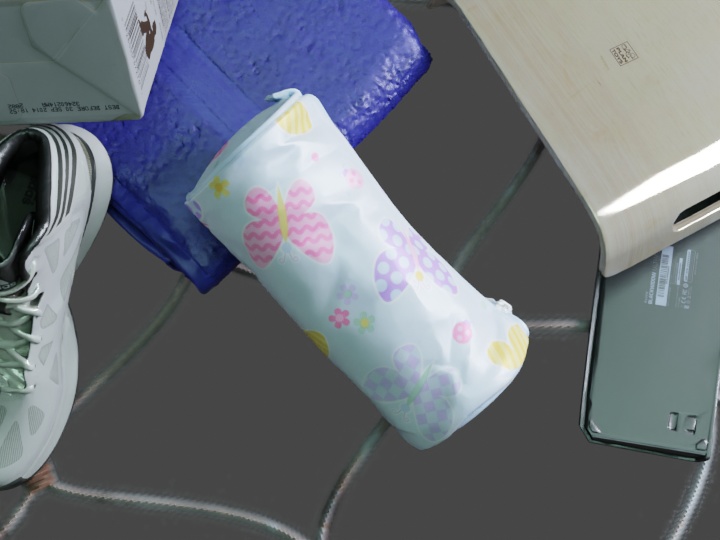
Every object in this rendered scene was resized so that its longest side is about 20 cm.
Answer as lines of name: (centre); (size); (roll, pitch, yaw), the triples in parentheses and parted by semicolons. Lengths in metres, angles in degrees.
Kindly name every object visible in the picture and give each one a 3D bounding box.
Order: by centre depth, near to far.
sneaker: (-0.190, 0.019, 0.813); (0.075, 0.115, 0.203); (13, 92, 9)
pencil case: (0.000, 0.000, 0.836); (0.091, 0.083, 0.200); (-43, 97, 6)
coffee box: (-0.158, -0.170, 0.842); (0.111, 0.080, 0.201); (-2, 43, 8)
keyboard: (0.198, 0.009, 0.902); (0.125, 0.021, 0.203); (9, 76, 6)
towel: (-0.073, -0.101, 0.904); (0.148, 0.050, 0.200); (44, 80, 5)
toy food set: (0.146, -0.109, 0.905); (0.142, 0.061, 0.201); (-25, 71, -17)
